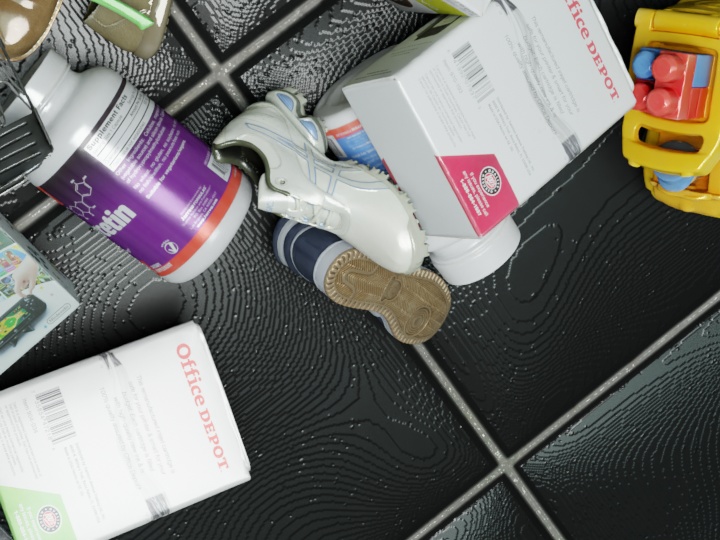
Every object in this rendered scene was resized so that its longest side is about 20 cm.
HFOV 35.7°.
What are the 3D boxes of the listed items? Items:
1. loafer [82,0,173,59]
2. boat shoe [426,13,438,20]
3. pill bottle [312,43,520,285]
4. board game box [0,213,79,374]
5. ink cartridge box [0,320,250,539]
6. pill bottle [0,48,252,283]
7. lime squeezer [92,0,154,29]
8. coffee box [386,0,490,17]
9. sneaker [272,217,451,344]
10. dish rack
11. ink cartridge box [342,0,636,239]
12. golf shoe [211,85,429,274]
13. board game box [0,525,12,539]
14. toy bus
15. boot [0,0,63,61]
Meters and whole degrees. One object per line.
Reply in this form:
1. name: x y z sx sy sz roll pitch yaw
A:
1. loafer: -0.172 -0.269 0.881 0.067 0.076 0.201 7 104 -24
2. boat shoe: 0.138 -0.199 1.002 0.200 0.073 0.065 39 82 -26
3. pill bottle: 0.056 -0.088 0.984 0.112 0.112 0.200 -39 113 -2
4. board game box: -0.352 0.000 0.905 0.147 0.064 0.200 -41 120 -2
5. ink cartridge box: -0.213 0.145 0.958 0.199 0.084 0.146 -20 91 -17
6. pill bottle: -0.193 -0.086 0.911 0.200 0.112 0.113 38 93 -22
7. lime squeezer: -0.232 -0.252 0.813 0.070 0.038 0.201 -22 115 12
8. coffee box: 0.028 -0.330 0.853 0.199 0.198 0.201 27 95 -21
9. sneaker: 0.000 0.000 1.025 0.070 0.108 0.200 -57 143 3
10. dish rack: -0.316 -0.123 0.809 0.153 0.200 0.055 -29 151 -7
11. ink cartridge box: 0.108 -0.141 0.897 0.200 0.083 0.146 -40 111 -24
12. golf shoe: -0.037 -0.056 0.901 0.097 0.200 0.078 -34 157 -35
13. board game box: -0.375 0.147 0.916 0.028 0.135 0.200 -44 114 -22
14. toy bus: 0.292 -0.138 0.985 0.192 0.135 0.201 -16 117 -47
15. boot: -0.252 -0.256 0.863 0.073 0.075 0.201 17 103 -23
